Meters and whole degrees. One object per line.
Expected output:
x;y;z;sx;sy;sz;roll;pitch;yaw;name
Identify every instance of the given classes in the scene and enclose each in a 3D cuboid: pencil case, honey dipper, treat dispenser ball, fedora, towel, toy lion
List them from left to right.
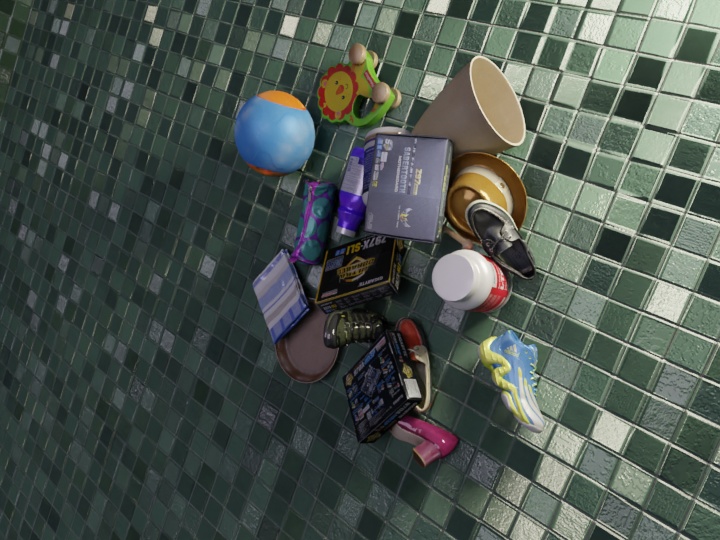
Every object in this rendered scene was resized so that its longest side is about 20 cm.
-0.210;-0.334;1.439;0.197;0.199;0.207;-4;82;31;treat dispenser ball
-0.204;0.062;1.471;0.147;0.024;0.202;-44;51;22;towel
-0.116;-0.115;1.421;0.084;0.092;0.205;13;92;32;pencil case
-0.019;-0.425;1.417;0.191;0.068;0.203;-41;65;29;toy lion
0.169;-0.087;1.201;0.038;0.037;0.200;-58;37;13;honey dipper
0.230;-0.129;1.162;0.196;0.082;0.205;16;126;23;fedora

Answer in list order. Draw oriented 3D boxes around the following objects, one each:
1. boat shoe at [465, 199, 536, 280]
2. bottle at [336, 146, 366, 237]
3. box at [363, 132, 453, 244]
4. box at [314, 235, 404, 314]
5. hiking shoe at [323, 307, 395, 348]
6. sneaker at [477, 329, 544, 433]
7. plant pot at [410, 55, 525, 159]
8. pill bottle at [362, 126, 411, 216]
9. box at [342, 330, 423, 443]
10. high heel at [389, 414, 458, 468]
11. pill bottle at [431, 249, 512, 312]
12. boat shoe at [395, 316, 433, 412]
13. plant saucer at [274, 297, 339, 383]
0.271;-0.050;1.108;0.074;0.200;0.067;-32;30;18;boat shoe
-0.007;-0.182;1.374;0.082;0.065;0.205;19;95;34;bottle
0.094;-0.163;1.160;0.154;0.051;0.206;10;95;24;box
0.000;0.000;1.316;0.196;0.049;0.162;-17;42;30;box
-0.003;0.121;1.260;0.099;0.199;0.078;3;101;30;hiking shoe
0.311;0.204;1.126;0.105;0.075;0.202;-42;64;20;sneaker
0.205;-0.299;1.205;0.198;0.185;0.192;-25;71;42;plant pot
0.061;-0.195;1.271;0.113;0.115;0.206;-3;79;31;pill bottle
0.041;0.251;1.250;0.201;0.045;0.161;-51;43;38;box
0.118;0.330;1.263;0.200;0.095;0.068;47;152;40;high heel
0.215;0.022;1.132;0.110;0.199;0.116;-4;83;31;pill bottle
0.114;0.198;1.248;0.069;0.063;0.205;-10;80;7;boat shoe
-0.126;0.170;1.431;0.196;0.032;0.206;-4;83;33;plant saucer
